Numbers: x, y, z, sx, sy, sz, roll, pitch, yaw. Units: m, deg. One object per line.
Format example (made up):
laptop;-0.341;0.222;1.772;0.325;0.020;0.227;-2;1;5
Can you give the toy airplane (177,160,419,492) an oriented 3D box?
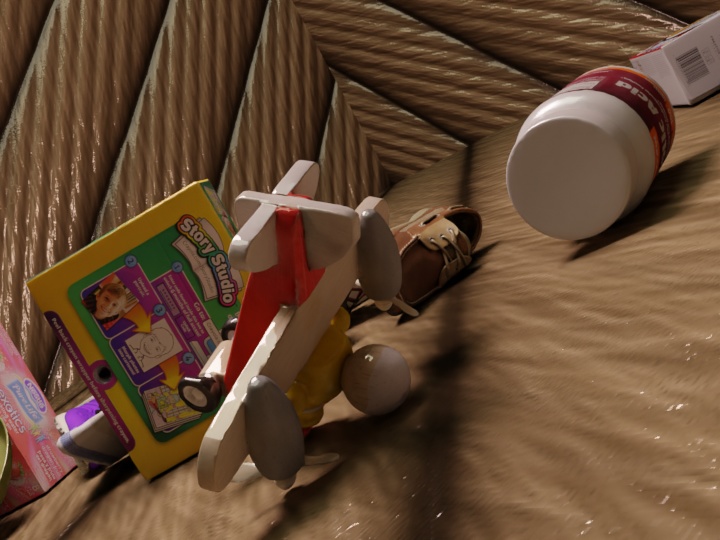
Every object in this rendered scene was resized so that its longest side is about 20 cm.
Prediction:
toy airplane;-0.028;0.036;0.561;0.201;0.140;0.199;-63;-6;-2

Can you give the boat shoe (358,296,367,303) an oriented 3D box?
boat shoe;0.000;0.000;1.112;0.199;0.063;0.075;-31;4;-25

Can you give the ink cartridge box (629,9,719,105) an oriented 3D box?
ink cartridge box;0.471;-0.295;1.184;0.175;0.084;0.200;-29;5;8

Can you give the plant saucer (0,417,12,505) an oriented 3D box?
plant saucer;-0.438;0.243;0.946;0.199;0.031;0.201;-22;44;23

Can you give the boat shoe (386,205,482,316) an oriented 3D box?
boat shoe;0.072;-0.022;0.891;0.073;0.076;0.200;-16;17;27

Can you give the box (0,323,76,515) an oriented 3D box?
box;-0.436;0.178;1.060;0.102;0.201;0.095;-28;6;15

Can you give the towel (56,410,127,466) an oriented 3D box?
towel;-0.202;0.124;0.904;0.200;0.024;0.147;-39;-15;-7

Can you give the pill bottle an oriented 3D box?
pill bottle;0.196;-0.102;0.752;0.114;0.115;0.200;-26;7;32

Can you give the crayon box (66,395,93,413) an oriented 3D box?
crayon box;-0.344;0.190;1.237;0.125;0.052;0.200;-25;7;42

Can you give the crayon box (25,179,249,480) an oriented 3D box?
crayon box;-0.159;0.050;0.778;0.172;0.201;0.058;-29;7;2

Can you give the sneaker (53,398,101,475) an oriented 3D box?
sneaker;-0.291;0.172;1.045;0.099;0.070;0.200;-28;6;-9

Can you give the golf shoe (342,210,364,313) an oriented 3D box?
golf shoe;-0.020;0.011;0.959;0.088;0.077;0.200;-57;-5;-29
